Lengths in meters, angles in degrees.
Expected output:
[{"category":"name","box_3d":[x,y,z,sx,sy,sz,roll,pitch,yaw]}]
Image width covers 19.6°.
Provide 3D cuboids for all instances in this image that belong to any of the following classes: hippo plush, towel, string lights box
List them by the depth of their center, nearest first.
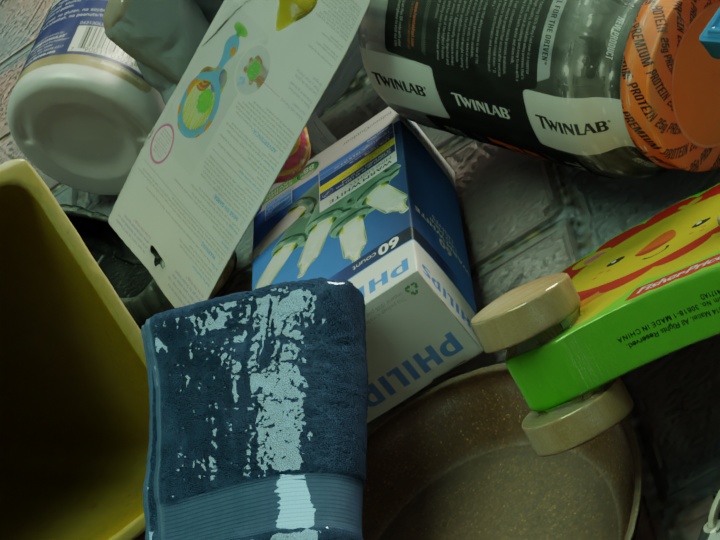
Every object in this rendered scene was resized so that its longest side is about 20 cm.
[{"category":"towel","box_3d":[-0.048,0.102,0.924,0.111,0.048,0.201,-14,61,28]},{"category":"string lights box","box_3d":[0.000,0.000,1.069,0.103,0.059,0.200,-34,24,14]},{"category":"hippo plush","box_3d":[-0.059,-0.129,1.249,0.159,0.201,0.161,-33,7,-7]}]

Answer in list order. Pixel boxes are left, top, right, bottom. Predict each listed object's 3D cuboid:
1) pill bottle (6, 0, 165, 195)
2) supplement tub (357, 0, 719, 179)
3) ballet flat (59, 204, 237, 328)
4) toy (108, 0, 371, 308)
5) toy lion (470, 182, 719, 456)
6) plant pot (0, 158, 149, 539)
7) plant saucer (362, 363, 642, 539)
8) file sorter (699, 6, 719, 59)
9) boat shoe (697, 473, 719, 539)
[{"category":"pill bottle","box_3d":[-0.153,-0.157,1.387,0.111,0.111,0.201,-16,41,35]},{"category":"supplement tub","box_3d":[0.103,-0.116,1.051,0.200,0.123,0.123,21,68,47]},{"category":"ballet flat","box_3d":[-0.146,-0.006,1.258,0.199,0.057,0.067,5,56,49]},{"category":"toy","box_3d":[-0.055,-0.079,1.119,0.115,0.047,0.201,47,116,47]},{"category":"toy lion","box_3d":[0.149,-0.004,0.887,0.199,0.069,0.192,-25,7,37]},{"category":"plant pot","box_3d":[-0.231,0.083,1.106,0.195,0.195,0.200,-37,11,-25]},{"category":"plant saucer","box_3d":[0.046,0.131,0.924,0.200,0.037,0.201,-28,36,23]},{"category":"file sorter","box_3d":[0.274,-0.130,0.897,0.138,0.123,0.200,13,61,52]},{"category":"boat shoe","box_3d":[0.164,0.096,0.811,0.060,0.074,0.201,2,62,41]}]
